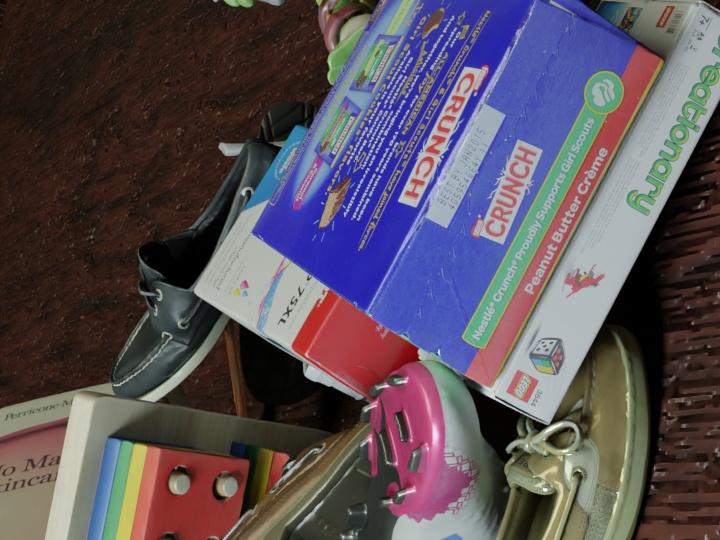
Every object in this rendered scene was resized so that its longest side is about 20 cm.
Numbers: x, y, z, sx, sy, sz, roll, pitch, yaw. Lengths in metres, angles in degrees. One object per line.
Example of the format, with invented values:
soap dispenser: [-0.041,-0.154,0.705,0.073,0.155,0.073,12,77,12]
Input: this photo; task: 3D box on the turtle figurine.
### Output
turtle figurine: [-0.028,-0.116,1.721,0.194,0.199,0.144,-130,31,-62]

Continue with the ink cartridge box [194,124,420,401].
ink cartridge box: [0.000,0.000,1.568,0.116,0.067,0.200,-58,28,-4]

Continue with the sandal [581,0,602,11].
sandal: [0.101,-0.113,1.469,0.201,0.057,0.080,-49,28,27]

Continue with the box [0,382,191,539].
box: [-0.168,0.167,1.750,0.200,0.127,0.109,-78,-29,-58]

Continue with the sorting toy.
sorting toy: [-0.085,0.182,1.634,0.069,0.198,0.201,9,88,44]

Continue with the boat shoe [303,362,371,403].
boat shoe: [-0.008,-0.002,1.711,0.200,0.067,0.074,-101,29,-55]

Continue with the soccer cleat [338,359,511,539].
soccer cleat: [0.043,0.098,1.374,0.200,0.086,0.070,105,153,-57]

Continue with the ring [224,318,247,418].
ring: [-0.085,0.070,1.851,0.200,0.019,0.201,172,90,-86]

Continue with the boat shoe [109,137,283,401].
boat shoe: [-0.100,-0.001,1.728,0.199,0.066,0.075,-45,27,26]

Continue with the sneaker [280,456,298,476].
sneaker: [-0.002,0.146,1.545,0.200,0.074,0.119,168,109,-75]

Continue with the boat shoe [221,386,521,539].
boat shoe: [-0.005,0.108,1.474,0.200,0.072,0.068,-39,28,4]

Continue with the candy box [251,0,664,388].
candy box: [0.041,-0.055,1.351,0.169,0.077,0.200,-61,19,2]

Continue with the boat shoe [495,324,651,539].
boat shoe: [0.081,0.119,1.312,0.073,0.063,0.201,-166,90,-74]

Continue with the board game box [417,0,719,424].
board game box: [0.101,-0.032,1.344,0.200,0.035,0.126,-62,16,-1]

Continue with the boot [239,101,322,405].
boot: [-0.042,-0.003,1.867,0.131,0.067,0.201,105,168,-77]
